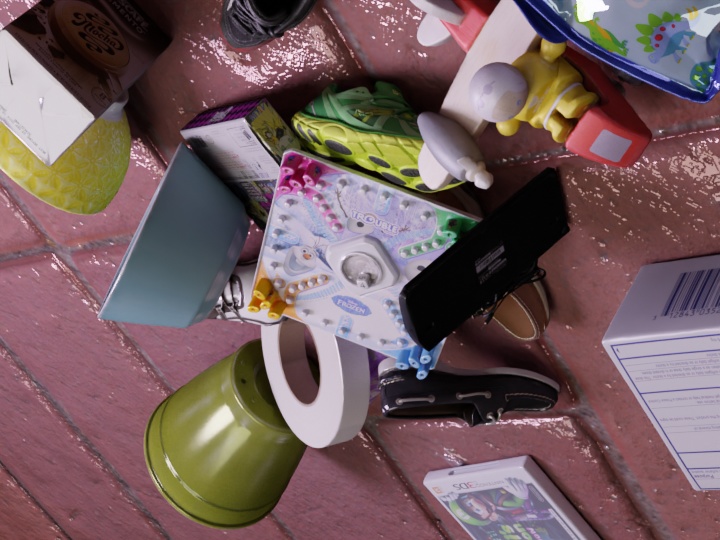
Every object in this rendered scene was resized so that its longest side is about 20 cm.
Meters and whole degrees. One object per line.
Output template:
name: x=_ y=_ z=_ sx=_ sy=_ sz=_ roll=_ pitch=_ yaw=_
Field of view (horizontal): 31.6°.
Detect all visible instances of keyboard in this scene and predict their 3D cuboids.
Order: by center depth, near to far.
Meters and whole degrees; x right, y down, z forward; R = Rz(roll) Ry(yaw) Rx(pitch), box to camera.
keyboard: x=0.106 y=-0.006 z=1.134 sx=0.040 sy=0.200 sz=0.105 roll=28 pitch=146 yaw=44

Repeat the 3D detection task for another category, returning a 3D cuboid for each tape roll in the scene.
tape roll: x=-0.053 y=0.094 z=1.414 sx=0.202 sy=0.037 sz=0.205 roll=32 pitch=127 yaw=55

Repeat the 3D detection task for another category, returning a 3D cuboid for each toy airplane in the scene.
toy airplane: x=0.114 y=-0.162 z=0.988 sx=0.198 sy=0.141 sz=0.202 roll=-4 pitch=112 yaw=29

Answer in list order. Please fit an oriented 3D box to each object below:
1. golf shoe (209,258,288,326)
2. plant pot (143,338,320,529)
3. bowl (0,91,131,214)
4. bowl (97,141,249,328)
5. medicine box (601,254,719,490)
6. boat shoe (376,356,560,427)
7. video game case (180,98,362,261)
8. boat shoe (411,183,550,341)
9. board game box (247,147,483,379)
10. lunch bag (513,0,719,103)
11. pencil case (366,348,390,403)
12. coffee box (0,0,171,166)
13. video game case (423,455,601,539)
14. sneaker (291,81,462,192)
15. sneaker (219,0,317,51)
golf shoe: x=-0.148 y=0.028 z=1.426 sx=0.199 sy=0.094 sz=0.079 roll=-6 pitch=91 yaw=56
plant pot: x=-0.139 y=0.187 z=1.577 sx=0.200 sy=0.201 sz=0.193 roll=39 pitch=132 yaw=-4
bowl: x=-0.306 y=-0.169 z=1.333 sx=0.108 sy=0.200 sz=0.200 roll=-40 pitch=103 yaw=19
bowl: x=-0.185 y=-0.022 z=1.329 sx=0.104 sy=0.202 sz=0.201 roll=25 pitch=146 yaw=-11
medicine box: x=0.345 y=0.091 z=1.115 sx=0.181 sy=0.103 sz=0.201 roll=-10 pitch=125 yaw=46
boat shoe: x=0.114 y=0.134 z=1.327 sx=0.198 sy=0.061 sz=0.074 roll=10 pitch=151 yaw=-16
video game case: x=-0.085 y=-0.087 z=1.280 sx=0.182 sy=0.036 sz=0.200 roll=50 pitch=162 yaw=-18
boat shoe: x=0.105 y=-0.002 z=1.236 sx=0.200 sy=0.074 sz=0.075 roll=49 pitch=143 yaw=-17
board game box: x=0.000 y=0.000 z=1.205 sx=0.198 sy=0.026 sz=0.201 roll=21 pitch=132 yaw=4
lunch bag: x=0.181 y=-0.228 z=0.836 sx=0.199 sy=0.170 sz=0.128 roll=29 pitch=144 yaw=9
pencil case: x=0.022 y=0.086 z=1.395 sx=0.083 sy=0.086 sz=0.200 roll=17 pitch=149 yaw=-14
coffee box: x=-0.273 y=-0.201 z=1.210 sx=0.113 sy=0.200 sz=0.080 roll=45 pitch=120 yaw=-13
video game case: x=0.196 y=0.310 z=1.557 sx=0.200 sy=0.023 sz=0.181 roll=49 pitch=143 yaw=-17
sneaker: x=0.023 y=-0.130 z=1.143 sx=0.199 sy=0.084 sz=0.074 roll=22 pitch=162 yaw=37
sneaker: x=-0.082 y=-0.238 z=1.106 sx=0.071 sy=0.098 sz=0.200 roll=42 pitch=146 yaw=-12
